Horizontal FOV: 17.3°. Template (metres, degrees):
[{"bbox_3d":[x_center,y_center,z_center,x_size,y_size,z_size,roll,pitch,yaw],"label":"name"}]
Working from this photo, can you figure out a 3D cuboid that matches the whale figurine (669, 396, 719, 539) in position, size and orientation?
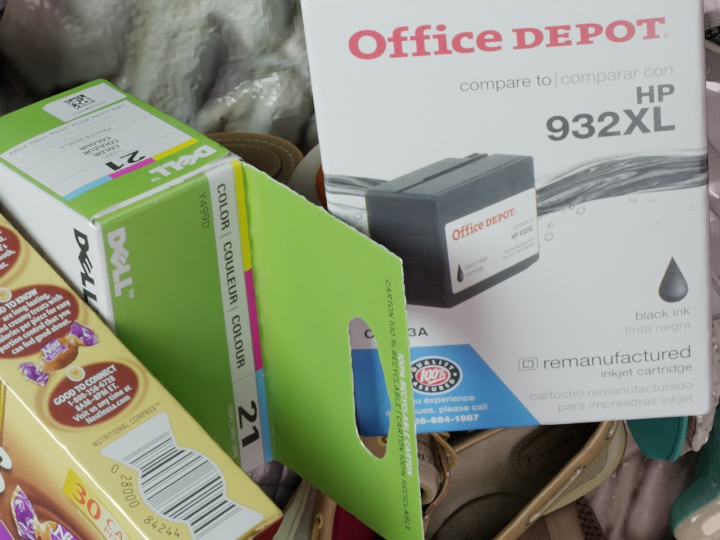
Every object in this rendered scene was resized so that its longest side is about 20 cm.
[{"bbox_3d":[0.210,0.105,1.208,0.159,0.104,0.200,-8,148,-36],"label":"whale figurine"}]

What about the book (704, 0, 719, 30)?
[{"bbox_3d":[0.102,-0.104,1.040,0.199,0.048,0.134,-12,103,5],"label":"book"}]

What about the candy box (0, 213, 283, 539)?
[{"bbox_3d":[-0.124,0.068,0.913,0.056,0.200,0.117,-32,157,-37],"label":"candy box"}]

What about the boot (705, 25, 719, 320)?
[{"bbox_3d":[0.118,-0.079,0.997,0.095,0.074,0.200,-40,107,0],"label":"boot"}]

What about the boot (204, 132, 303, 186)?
[{"bbox_3d":[-0.094,0.032,1.094,0.199,0.074,0.155,-25,127,5],"label":"boot"}]

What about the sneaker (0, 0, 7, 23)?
[{"bbox_3d":[-0.143,-0.136,0.977,0.199,0.076,0.114,-6,122,-5],"label":"sneaker"}]

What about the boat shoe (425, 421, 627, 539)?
[{"bbox_3d":[0.042,0.120,1.162,0.200,0.073,0.063,-31,166,1],"label":"boat shoe"}]

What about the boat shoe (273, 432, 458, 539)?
[{"bbox_3d":[0.012,0.093,1.111,0.074,0.066,0.201,21,83,-35],"label":"boat shoe"}]

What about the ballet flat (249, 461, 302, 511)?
[{"bbox_3d":[-0.078,0.147,1.158,0.057,0.066,0.200,38,104,-7],"label":"ballet flat"}]

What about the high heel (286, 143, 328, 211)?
[{"bbox_3d":[0.000,0.000,1.044,0.200,0.068,0.096,-43,145,22],"label":"high heel"}]

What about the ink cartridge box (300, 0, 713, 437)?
[{"bbox_3d":[0.060,-0.042,0.905,0.144,0.084,0.201,-4,125,5],"label":"ink cartridge box"}]

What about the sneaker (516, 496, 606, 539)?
[{"bbox_3d":[0.110,0.199,1.254,0.075,0.071,0.201,-15,119,15],"label":"sneaker"}]

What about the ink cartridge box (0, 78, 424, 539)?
[{"bbox_3d":[-0.067,0.030,0.926,0.076,0.200,0.148,-25,126,-30],"label":"ink cartridge box"}]

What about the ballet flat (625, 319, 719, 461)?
[{"bbox_3d":[0.152,-0.003,1.129,0.071,0.072,0.201,-16,115,-6],"label":"ballet flat"}]
